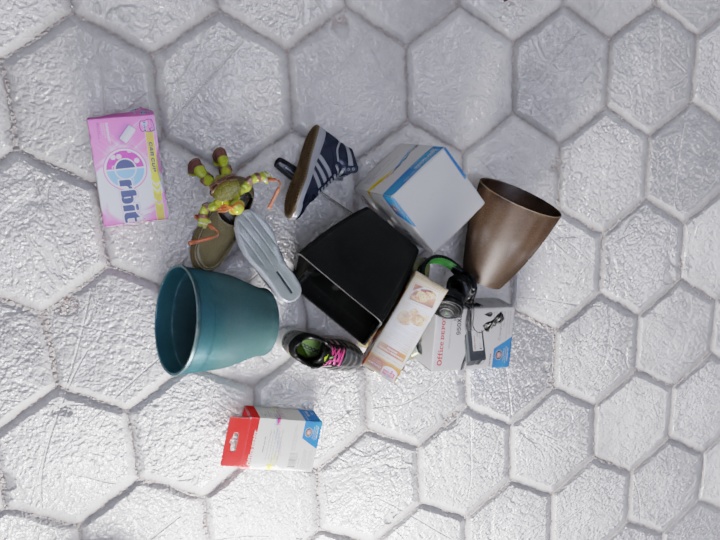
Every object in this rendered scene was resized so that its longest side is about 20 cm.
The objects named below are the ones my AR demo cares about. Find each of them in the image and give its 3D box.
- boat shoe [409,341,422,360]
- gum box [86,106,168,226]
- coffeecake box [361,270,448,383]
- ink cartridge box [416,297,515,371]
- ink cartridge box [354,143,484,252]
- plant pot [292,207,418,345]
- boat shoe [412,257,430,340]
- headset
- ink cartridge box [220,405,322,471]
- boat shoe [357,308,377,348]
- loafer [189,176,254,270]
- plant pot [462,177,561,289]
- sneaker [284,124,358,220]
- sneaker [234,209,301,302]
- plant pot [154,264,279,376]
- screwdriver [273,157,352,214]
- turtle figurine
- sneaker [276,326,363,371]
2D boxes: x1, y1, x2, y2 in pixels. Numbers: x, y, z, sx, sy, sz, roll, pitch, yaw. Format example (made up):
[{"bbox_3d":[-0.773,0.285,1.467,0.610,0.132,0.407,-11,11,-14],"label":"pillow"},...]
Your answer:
[{"bbox_3d":[0.086,0.093,1.502,0.062,0.072,0.201,-17,76,22],"label":"boat shoe"},{"bbox_3d":[-0.417,-0.188,1.283,0.113,0.066,0.201,-9,106,-18],"label":"gum box"},{"bbox_3d":[0.081,0.105,1.380,0.073,0.154,0.201,30,89,0],"label":"coffeecake box"},{"bbox_3d":[0.233,0.142,1.599,0.199,0.084,0.146,-1,102,-20],"label":"ink cartridge box"},{"bbox_3d":[0.112,-0.150,1.420,0.145,0.200,0.147,-44,113,-8],"label":"ink cartridge box"},{"bbox_3d":[0.000,0.000,1.402,0.199,0.200,0.178,39,69,5],"label":"plant pot"},{"bbox_3d":[0.121,0.073,1.550,0.063,0.073,0.202,-4,95,-32],"label":"boat shoe"},{"bbox_3d":[0.208,0.048,1.498,0.200,0.094,0.123,47,49,-1],"label":"headset"},{"bbox_3d":[-0.191,0.351,1.499,0.199,0.067,0.117,10,99,-22],"label":"ink cartridge box"},{"bbox_3d":[0.026,0.140,1.528,0.074,0.076,0.201,-23,105,7],"label":"boat shoe"},{"bbox_3d":[-0.264,-0.086,1.365,0.076,0.067,0.201,23,94,-24],"label":"loafer"},{"bbox_3d":[0.302,-0.068,1.539,0.186,0.187,0.201,13,113,-23],"label":"plant pot"},{"bbox_3d":[-0.073,-0.174,1.390,0.108,0.070,0.201,26,68,-27],"label":"sneaker"},{"bbox_3d":[-0.186,-0.025,1.367,0.073,0.071,0.201,-33,111,-20],"label":"sneaker"},{"bbox_3d":[-0.264,0.097,1.352,0.187,0.200,0.201,5,101,-37],"label":"plant pot"},{"bbox_3d":[-0.090,-0.160,1.432,0.200,0.028,0.029,38,59,-21],"label":"screwdriver"},{"bbox_3d":[-0.257,-0.146,1.305,0.200,0.161,0.064,-36,150,-3],"label":"turtle figurine"},{"bbox_3d":[-0.076,0.173,1.489,0.199,0.087,0.074,20,95,-24],"label":"sneaker"}]
